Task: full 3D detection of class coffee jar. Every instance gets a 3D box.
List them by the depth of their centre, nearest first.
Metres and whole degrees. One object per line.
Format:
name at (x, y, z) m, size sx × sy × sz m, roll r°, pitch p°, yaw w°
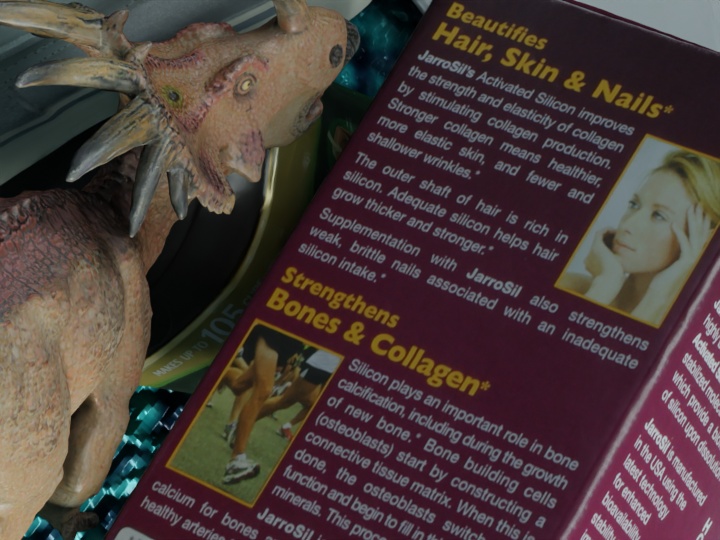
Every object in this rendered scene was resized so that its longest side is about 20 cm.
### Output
coffee jar at (0.000, 0.000, 0.772) m, size 0.200 × 0.104 × 0.086 m, roll 18°, pitch 56°, yaw -28°

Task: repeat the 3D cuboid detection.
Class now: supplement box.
supplement box at (0.031, 0.040, 0.654) m, size 0.200 × 0.110 × 0.086 m, roll -58°, pitch 145°, yaw -14°

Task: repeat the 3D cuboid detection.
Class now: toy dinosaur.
toy dinosaur at (-0.082, 0.009, 0.611) m, size 0.086 × 0.136 × 0.200 m, roll 28°, pitch 38°, yaw 0°

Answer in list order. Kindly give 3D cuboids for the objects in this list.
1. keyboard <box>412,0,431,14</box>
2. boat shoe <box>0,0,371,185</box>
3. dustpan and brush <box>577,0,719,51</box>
keyboard at (0.016, -0.121, 0.882) m, size 0.200 × 0.011 × 0.056 m, roll 49°, pitch 53°, yaw -23°
boat shoe at (-0.090, -0.071, 0.683) m, size 0.072 × 0.200 × 0.070 m, roll 55°, pitch 18°, yaw -44°
dustpan and brush at (0.047, -0.045, 0.864) m, size 0.200 × 0.057 × 0.140 m, roll -15°, pitch 94°, yaw -42°
